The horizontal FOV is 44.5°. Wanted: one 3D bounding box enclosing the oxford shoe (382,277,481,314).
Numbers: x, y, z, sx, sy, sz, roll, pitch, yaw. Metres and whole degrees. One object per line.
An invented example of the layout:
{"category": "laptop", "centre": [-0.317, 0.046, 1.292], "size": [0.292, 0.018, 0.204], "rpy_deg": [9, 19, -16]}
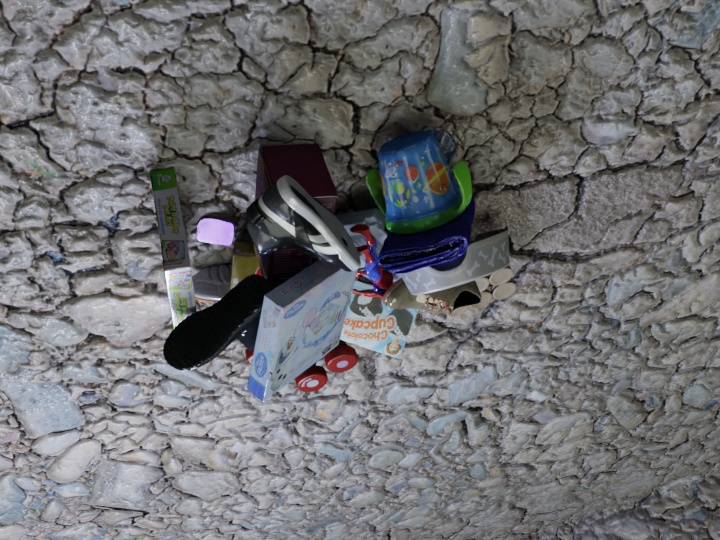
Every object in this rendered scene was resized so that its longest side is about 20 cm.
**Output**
{"category": "oxford shoe", "centre": [0.133, 0.042, 1.571], "size": [0.197, 0.075, 0.071], "rpy_deg": [-12, 139, -28]}

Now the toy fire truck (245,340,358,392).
{"category": "toy fire truck", "centre": [-0.107, 0.143, 1.730], "size": [0.199, 0.113, 0.167], "rpy_deg": [-36, 142, 24]}

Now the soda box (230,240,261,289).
{"category": "soda box", "centre": [-0.125, 0.000, 1.531], "size": [0.196, 0.064, 0.069], "rpy_deg": [5, 112, -9]}

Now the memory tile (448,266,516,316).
{"category": "memory tile", "centre": [0.216, 0.010, 1.668], "size": [0.151, 0.017, 0.201], "rpy_deg": [-21, 142, 0]}

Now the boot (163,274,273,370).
{"category": "boot", "centre": [-0.197, 0.100, 1.384], "size": [0.199, 0.077, 0.168], "rpy_deg": [-39, 159, -5]}

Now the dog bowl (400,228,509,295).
{"category": "dog bowl", "centre": [0.158, -0.013, 1.468], "size": [0.197, 0.060, 0.200], "rpy_deg": [-18, -176, 1]}

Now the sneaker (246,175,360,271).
{"category": "sneaker", "centre": [-0.093, -0.048, 1.305], "size": [0.111, 0.074, 0.200], "rpy_deg": [-32, 129, 16]}

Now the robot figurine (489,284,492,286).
{"category": "robot figurine", "centre": [0.175, 0.014, 1.717], "size": [0.198, 0.059, 0.145], "rpy_deg": [14, 134, -35]}

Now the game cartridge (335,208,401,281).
{"category": "game cartridge", "centre": [0.021, -0.041, 1.562], "size": [0.131, 0.041, 0.200], "rpy_deg": [-10, 145, 31]}

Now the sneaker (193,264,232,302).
{"category": "sneaker", "centre": [-0.215, 0.050, 1.601], "size": [0.196, 0.078, 0.113], "rpy_deg": [-3, 141, -16]}

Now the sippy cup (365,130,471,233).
{"category": "sippy cup", "centre": [0.088, -0.146, 1.399], "size": [0.175, 0.140, 0.132], "rpy_deg": [-15, 109, 12]}

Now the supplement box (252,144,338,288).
{"category": "supplement box", "centre": [-0.109, -0.082, 1.408], "size": [0.101, 0.132, 0.202], "rpy_deg": [-5, 137, -16]}

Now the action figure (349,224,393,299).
{"category": "action figure", "centre": [0.000, 0.000, 1.543], "size": [0.097, 0.066, 0.201], "rpy_deg": [-6, 148, 19]}

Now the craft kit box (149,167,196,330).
{"category": "craft kit box", "centre": [-0.290, -0.019, 1.380], "size": [0.048, 0.200, 0.202], "rpy_deg": [-7, 144, -10]}

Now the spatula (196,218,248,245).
{"category": "spatula", "centre": [-0.180, -0.069, 1.506], "size": [0.196, 0.021, 0.057], "rpy_deg": [-3, 137, -18]}

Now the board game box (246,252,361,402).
{"category": "board game box", "centre": [-0.089, 0.081, 1.400], "size": [0.199, 0.043, 0.201], "rpy_deg": [-34, 150, -45]}

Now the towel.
{"category": "towel", "centre": [0.112, -0.057, 1.413], "size": [0.145, 0.201, 0.050], "rpy_deg": [-12, 111, 16]}

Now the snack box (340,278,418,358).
{"category": "snack box", "centre": [0.004, 0.081, 1.662], "size": [0.197, 0.037, 0.118], "rpy_deg": [19, 99, -18]}
